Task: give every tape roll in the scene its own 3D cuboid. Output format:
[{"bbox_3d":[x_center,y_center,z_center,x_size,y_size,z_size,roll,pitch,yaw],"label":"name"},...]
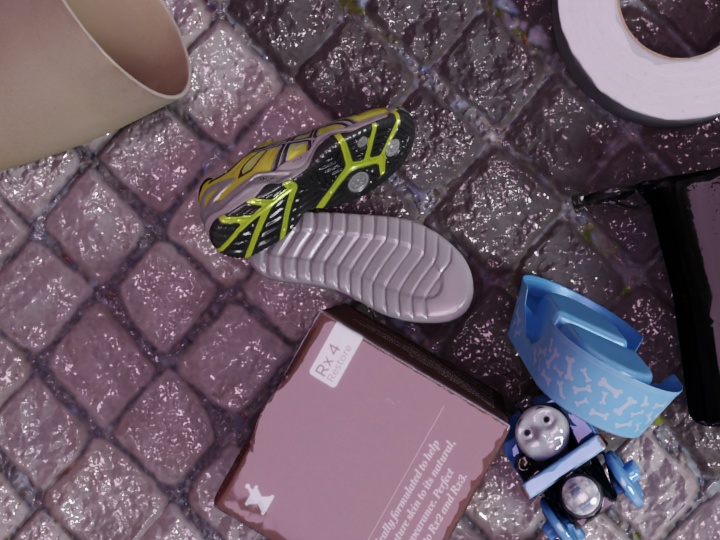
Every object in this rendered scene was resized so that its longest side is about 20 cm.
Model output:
[{"bbox_3d":[0.258,-0.220,1.099,0.198,0.066,0.203,0,90,4],"label":"tape roll"}]

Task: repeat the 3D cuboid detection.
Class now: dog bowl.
[{"bbox_3d":[0.175,0.067,1.047,0.111,0.200,0.050,24,104,-14],"label":"dog bowl"}]

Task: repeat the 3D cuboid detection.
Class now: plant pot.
[{"bbox_3d":[-0.273,-0.166,1.097,0.199,0.187,0.188,-32,88,18],"label":"plant pot"}]

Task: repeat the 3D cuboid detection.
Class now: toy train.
[{"bbox_3d":[0.160,0.150,1.048,0.086,0.200,0.115,-36,78,6],"label":"toy train"}]

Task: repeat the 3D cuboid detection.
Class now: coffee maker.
[{"bbox_3d":[0.290,0.020,1.081,0.190,0.134,0.202,-10,89,28],"label":"coffee maker"}]

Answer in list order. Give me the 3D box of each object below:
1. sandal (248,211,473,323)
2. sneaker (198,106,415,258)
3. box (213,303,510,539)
[{"bbox_3d":[0.003,-0.007,1.132,0.201,0.050,0.083,17,77,17],"label":"sandal"},{"bbox_3d":[-0.048,-0.091,1.119,0.199,0.076,0.077,-27,48,-11],"label":"sneaker"},{"bbox_3d":[0.007,0.138,1.055,0.163,0.200,0.167,31,93,3],"label":"box"}]
